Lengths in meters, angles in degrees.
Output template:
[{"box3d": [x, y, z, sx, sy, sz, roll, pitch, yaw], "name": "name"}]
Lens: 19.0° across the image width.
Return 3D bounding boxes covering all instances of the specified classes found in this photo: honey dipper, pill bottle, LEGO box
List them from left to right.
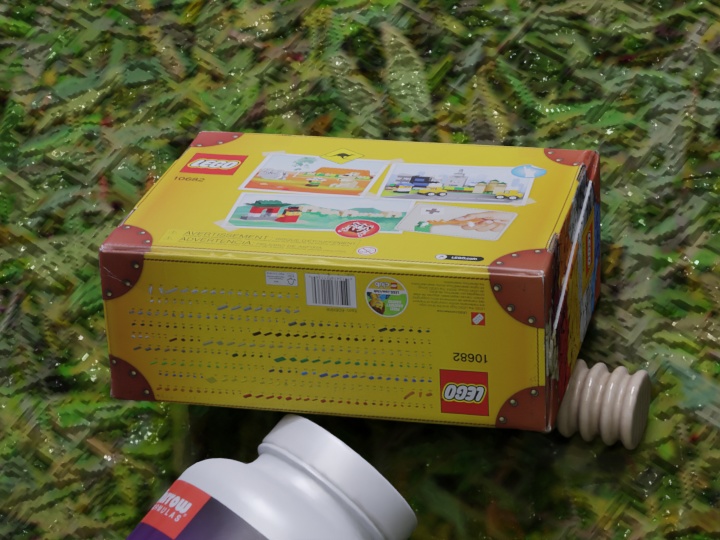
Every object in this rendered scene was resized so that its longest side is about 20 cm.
[{"box3d": [-0.067, 0.161, 0.923, 0.112, 0.112, 0.200, 33, 73, 25], "name": "pill bottle"}, {"box3d": [0.000, 0.000, 0.976, 0.200, 0.077, 0.149, 4, 25, 14], "name": "LEGO box"}, {"box3d": [0.035, 0.048, 1.007, 0.200, 0.038, 0.038, 10, 64, 18], "name": "honey dipper"}]
